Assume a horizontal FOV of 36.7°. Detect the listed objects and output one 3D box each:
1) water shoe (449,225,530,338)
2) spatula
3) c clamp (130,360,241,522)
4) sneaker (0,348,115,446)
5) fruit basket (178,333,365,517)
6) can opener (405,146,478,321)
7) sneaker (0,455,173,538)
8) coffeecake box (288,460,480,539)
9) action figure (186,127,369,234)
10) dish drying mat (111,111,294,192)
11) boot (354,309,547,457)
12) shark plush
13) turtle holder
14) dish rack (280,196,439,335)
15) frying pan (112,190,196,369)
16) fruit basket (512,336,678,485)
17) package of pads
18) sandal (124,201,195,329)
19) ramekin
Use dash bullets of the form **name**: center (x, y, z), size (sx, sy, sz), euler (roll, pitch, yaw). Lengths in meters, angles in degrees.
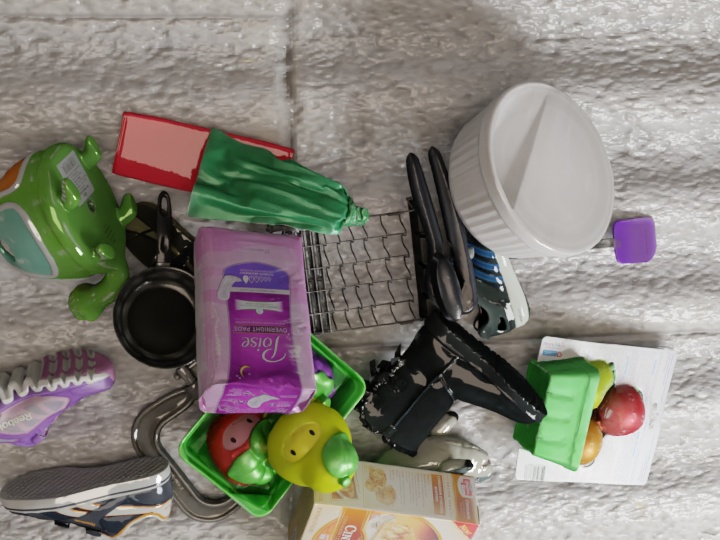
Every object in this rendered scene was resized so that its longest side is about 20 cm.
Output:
- **water shoe**: center (0.135, -0.008, 1.300), size (0.079, 0.072, 0.201), euler (-27, 104, -1)
- **spatula**: center (0.274, -0.030, 1.342), size (0.199, 0.021, 0.057), euler (-5, 90, -6)
- **c clamp**: center (-0.182, 0.204, 1.315), size (0.170, 0.027, 0.201), euler (-29, 104, -2)
- **sneaker**: center (-0.374, 0.156, 1.253), size (0.199, 0.081, 0.089), euler (-16, 110, -1)
- **fruit basket**: center (-0.087, 0.174, 1.221), size (0.155, 0.216, 0.216), euler (42, 93, -16)
- **can opener**: center (0.097, -0.042, 1.244), size (0.063, 0.079, 0.201), euler (-11, 92, -15)
- **sneaker**: center (-0.320, 0.277, 1.282), size (0.199, 0.078, 0.080), euler (-6, 111, -2)
- **coffeecake box**: center (0.024, 0.307, 1.310), size (0.199, 0.073, 0.154), euler (9, 133, -11)
- **action figure**: center (-0.086, -0.083, 1.227), size (0.199, 0.055, 0.119), euler (14, 67, -5)
- **dish drying mat**: center (-0.181, -0.126, 1.253), size (0.199, 0.018, 0.077), euler (12, 100, -12)
- **boot**: center (0.100, 0.158, 1.295), size (0.198, 0.073, 0.163), euler (39, 106, -8)
- **shark plush**: center (0.067, 0.260, 1.349), size (0.199, 0.091, 0.084), euler (-23, 134, -9)
- **turtle holder**: center (-0.326, -0.047, 1.199), size (0.131, 0.141, 0.186), euler (-18, 142, 15)
- **dish rack**: center (0.000, 0.000, 1.291), size (0.199, 0.055, 0.154), euler (-8, 101, -6)
- **frying pan**: center (-0.233, 0.018, 1.206), size (0.115, 0.031, 0.191), euler (-22, 86, -23)
- **fruit basket**: center (0.294, 0.178, 1.368), size (0.199, 0.094, 0.186), euler (5, 101, -26)
- **package of pads**: center (-0.118, 0.052, 1.169), size (0.120, 0.076, 0.201), euler (3, 61, -17)
- **sandal**: center (-0.196, 0.001, 1.261), size (0.080, 0.057, 0.201), euler (-37, 90, 6)
- **ramekin**: center (0.188, -0.106, 1.239), size (0.202, 0.094, 0.203), euler (11, 71, -35)
